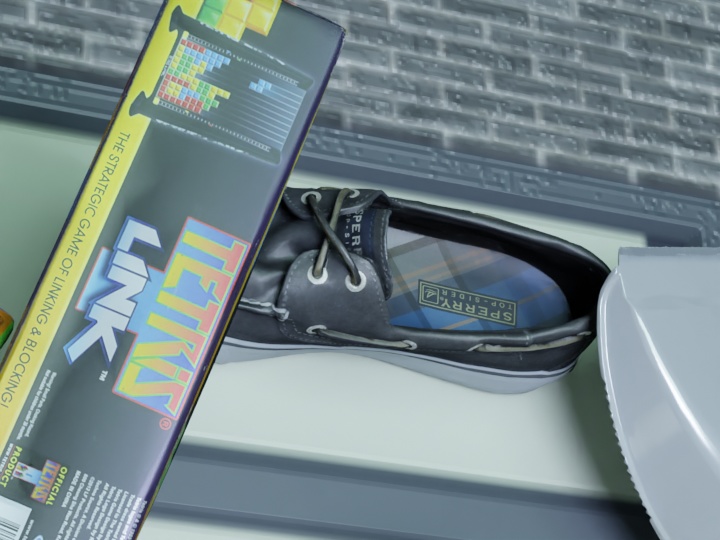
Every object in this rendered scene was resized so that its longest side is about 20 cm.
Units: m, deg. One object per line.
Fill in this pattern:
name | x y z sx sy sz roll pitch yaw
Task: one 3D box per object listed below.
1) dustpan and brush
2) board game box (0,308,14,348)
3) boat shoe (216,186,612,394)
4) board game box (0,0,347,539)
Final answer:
dustpan and brush | 0.144 0.094 0.957 0.139 0.057 0.201 0 65 -50
board game box | -0.241 0.048 0.648 0.200 0.200 0.200 39 15 -5
boat shoe | 0.000 0.000 0.921 0.199 0.066 0.070 15 61 -21
board game box | -0.076 0.030 0.782 0.057 0.165 0.201 23 73 -3
